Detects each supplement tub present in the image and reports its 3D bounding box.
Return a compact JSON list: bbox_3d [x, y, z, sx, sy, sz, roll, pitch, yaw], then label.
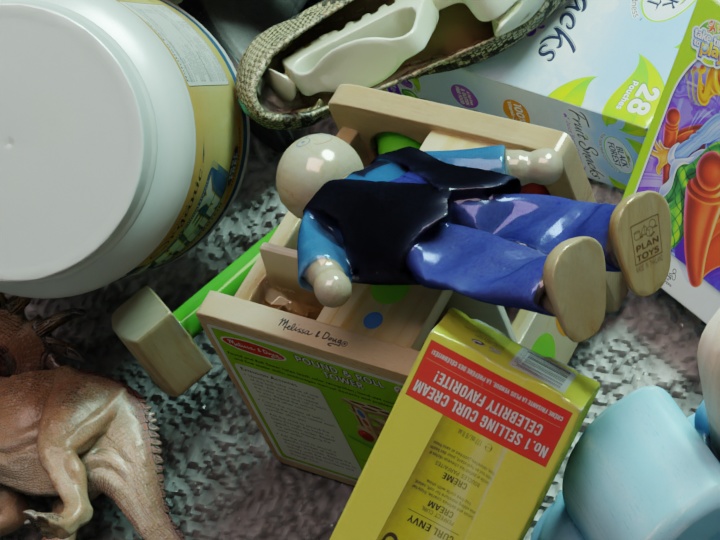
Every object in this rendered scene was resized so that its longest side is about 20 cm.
[{"bbox_3d":[-0.138,-0.063,1.276,0.144,0.200,0.145,1,95,9],"label":"supplement tub"}]

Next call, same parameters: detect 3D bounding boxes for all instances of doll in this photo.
[{"bbox_3d":[0.038,-0.022,1.138,0.136,0.049,0.200,-33,32,-33],"label":"doll"}]

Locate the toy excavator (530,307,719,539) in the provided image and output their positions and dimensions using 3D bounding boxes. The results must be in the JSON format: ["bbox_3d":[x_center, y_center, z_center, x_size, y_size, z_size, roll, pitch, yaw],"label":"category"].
[{"bbox_3d":[0.149,0.070,1.104,0.194,0.200,0.100,-30,50,-3],"label":"toy excavator"}]

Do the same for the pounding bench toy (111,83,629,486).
[{"bbox_3d":[0.000,0.000,1.264,0.199,0.124,0.156,15,61,30],"label":"pounding bench toy"}]

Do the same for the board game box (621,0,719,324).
[{"bbox_3d":[0.208,-0.020,1.198,0.045,0.135,0.200,-6,35,-40],"label":"board game box"}]

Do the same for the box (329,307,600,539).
[{"bbox_3d":[0.024,0.121,1.128,0.075,0.050,0.201,28,105,7],"label":"box"}]

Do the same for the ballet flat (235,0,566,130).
[{"bbox_3d":[0.031,-0.120,1.292,0.199,0.068,0.075,-27,13,5],"label":"ballet flat"}]

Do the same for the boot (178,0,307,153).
[{"bbox_3d":[-0.033,-0.159,1.434,0.131,0.070,0.200,-27,49,-1],"label":"boot"}]

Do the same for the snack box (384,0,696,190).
[{"bbox_3d":[0.107,-0.140,1.368,0.199,0.068,0.169,20,63,31],"label":"snack box"}]

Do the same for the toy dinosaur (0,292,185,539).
[{"bbox_3d":[-0.149,0.071,1.299,0.199,0.086,0.136,19,56,25],"label":"toy dinosaur"}]

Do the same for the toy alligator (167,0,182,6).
[{"bbox_3d":[-0.023,-0.168,1.372,0.199,0.054,0.060,-20,90,19],"label":"toy alligator"}]
